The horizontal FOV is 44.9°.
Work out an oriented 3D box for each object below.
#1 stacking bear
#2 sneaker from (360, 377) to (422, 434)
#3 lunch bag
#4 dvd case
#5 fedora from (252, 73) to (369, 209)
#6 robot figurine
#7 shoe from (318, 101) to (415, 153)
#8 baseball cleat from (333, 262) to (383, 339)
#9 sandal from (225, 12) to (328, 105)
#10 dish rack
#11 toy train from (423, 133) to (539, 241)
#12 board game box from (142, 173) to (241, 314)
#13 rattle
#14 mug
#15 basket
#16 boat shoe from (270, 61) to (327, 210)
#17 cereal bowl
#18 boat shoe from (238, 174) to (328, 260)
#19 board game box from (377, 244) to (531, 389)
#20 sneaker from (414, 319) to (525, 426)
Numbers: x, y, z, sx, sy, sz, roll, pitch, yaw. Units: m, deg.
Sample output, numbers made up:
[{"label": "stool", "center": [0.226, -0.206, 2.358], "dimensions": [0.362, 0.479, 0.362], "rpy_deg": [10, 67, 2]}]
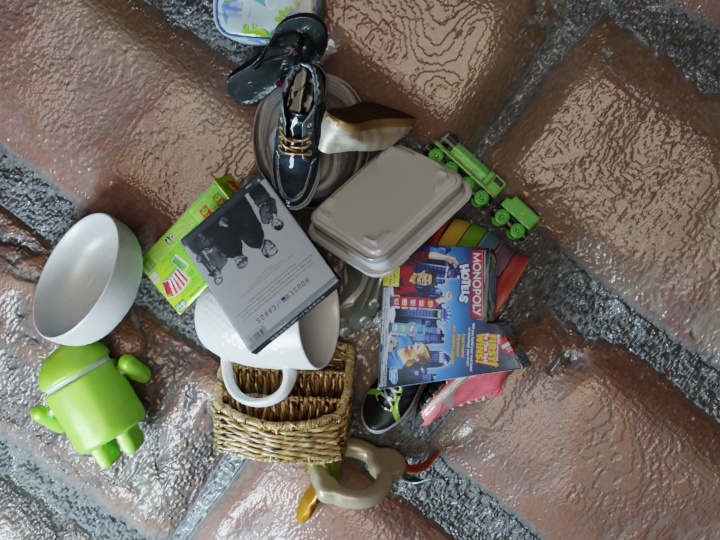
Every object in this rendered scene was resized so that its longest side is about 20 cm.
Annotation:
[{"label": "stacking bear", "center": [0.129, -0.023, 1.249], "dimensions": [0.199, 0.121, 0.114], "rpy_deg": [32, 100, 8]}, {"label": "sneaker", "center": [0.059, 0.149, 1.275], "dimensions": [0.072, 0.083, 0.200], "rpy_deg": [37, 93, 27]}, {"label": "lunch bag", "center": [-0.127, -0.421, 1.235], "dimensions": [0.160, 0.082, 0.201], "rpy_deg": [5, 98, 4]}, {"label": "dvd case", "center": [-0.135, -0.012, 1.151], "dimensions": [0.150, 0.025, 0.200], "rpy_deg": [-39, 66, 5]}, {"label": "fedora", "center": [-0.075, -0.188, 1.252], "dimensions": [0.176, 0.090, 0.201], "rpy_deg": [1, 96, 5]}, {"label": "robot figurine", "center": [-0.402, 0.192, 1.309], "dimensions": [0.175, 0.116, 0.201], "rpy_deg": [-30, 93, 1]}, {"label": "shoe", "center": [0.008, -0.196, 1.205], "dimensions": [0.070, 0.200, 0.054], "rpy_deg": [32, 117, 26]}, {"label": "baseball cleat", "center": [0.000, 0.000, 1.284], "dimensions": [0.069, 0.107, 0.201], "rpy_deg": [6, 126, -28]}, {"label": "sandal", "center": [-0.116, -0.283, 1.218], "dimensions": [0.075, 0.048, 0.200], "rpy_deg": [30, 138, -28]}, {"label": "dish rack", "center": [0.035, -0.095, 1.201], "dimensions": [0.200, 0.044, 0.171], "rpy_deg": [-42, 48, -18]}, {"label": "toy train", "center": [0.177, -0.123, 1.266], "dimensions": [0.200, 0.042, 0.056], "rpy_deg": [43, 88, -1]}, {"label": "board game box", "center": [-0.227, -0.037, 1.268], "dimensions": [0.200, 0.048, 0.102], "rpy_deg": [-41, 90, 29]}, {"label": "rattle", "center": [0.015, 0.334, 1.316], "dimensions": [0.199, 0.130, 0.144], "rpy_deg": [0, 109, -22]}, {"label": "mug", "center": [-0.137, 0.090, 1.222], "dimensions": [0.174, 0.148, 0.201], "rpy_deg": [-2, 79, 21]}, {"label": "basket", "center": [-0.112, 0.186, 1.265], "dimensions": [0.199, 0.143, 0.150], "rpy_deg": [5, 103, 5]}, {"label": "boat shoe", "center": [-0.087, -0.178, 1.162], "dimensions": [0.070, 0.091, 0.201], "rpy_deg": [8, 99, 3]}, {"label": "cereal bowl", "center": [-0.385, 0.021, 1.273], "dimensions": [0.083, 0.200, 0.200], "rpy_deg": [32, 101, -41]}, {"label": "boat shoe", "center": [-0.120, -0.047, 1.288], "dimensions": [0.064, 0.071, 0.200], "rpy_deg": [-37, 95, 26]}, {"label": "board game box", "center": [0.129, 0.068, 1.168], "dimensions": [0.199, 0.062, 0.201], "rpy_deg": [4, 92, 22]}, {"label": "sneaker", "center": [0.164, 0.169, 1.282], "dimensions": [0.087, 0.074, 0.200], "rpy_deg": [43, 99, -4]}]
